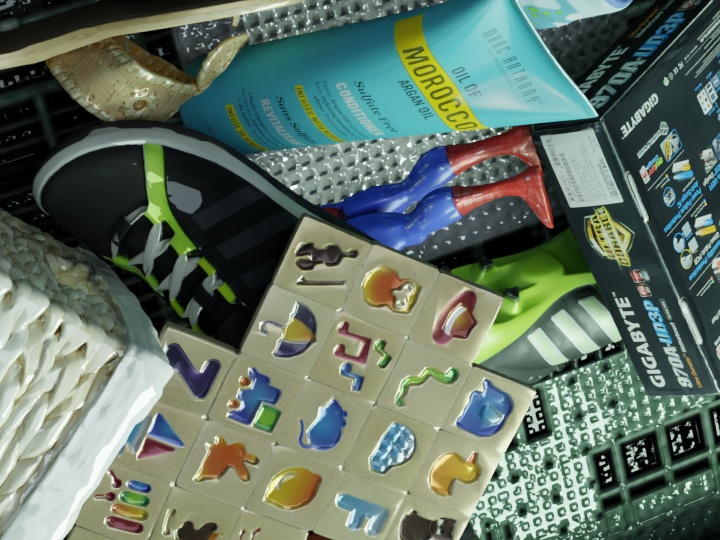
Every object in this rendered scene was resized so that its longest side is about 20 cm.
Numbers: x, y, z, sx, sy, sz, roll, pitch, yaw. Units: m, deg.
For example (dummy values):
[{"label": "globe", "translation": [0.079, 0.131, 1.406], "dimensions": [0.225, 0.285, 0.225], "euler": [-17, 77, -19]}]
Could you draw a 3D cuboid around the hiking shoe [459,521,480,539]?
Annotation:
[{"label": "hiking shoe", "translation": [0.031, 0.193, 0.889], "dimensions": [0.076, 0.101, 0.200], "euler": [-19, 136, -18]}]

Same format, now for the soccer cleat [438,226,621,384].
[{"label": "soccer cleat", "translation": [0.108, 0.020, 0.933], "dimensions": [0.200, 0.068, 0.081], "euler": [-13, 140, -26]}]

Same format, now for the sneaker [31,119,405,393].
[{"label": "sneaker", "translation": [-0.054, 0.002, 0.780], "dimensions": [0.200, 0.083, 0.072], "euler": [23, 131, -11]}]

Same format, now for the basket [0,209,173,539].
[{"label": "basket", "translation": [-0.211, 0.059, 0.751], "dimensions": [0.161, 0.198, 0.200], "euler": [32, 92, -20]}]

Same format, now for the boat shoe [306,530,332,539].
[{"label": "boat shoe", "translation": [-0.061, 0.206, 0.864], "dimensions": [0.071, 0.063, 0.200], "euler": [16, 121, -45]}]

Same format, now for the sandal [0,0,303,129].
[{"label": "sandal", "translation": [-0.120, -0.088, 0.802], "dimensions": [0.212, 0.078, 0.070], "euler": [-8, 109, -3]}]

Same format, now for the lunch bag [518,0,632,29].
[{"label": "lunch bag", "translation": [0.064, -0.213, 0.753], "dimensions": [0.200, 0.082, 0.161], "euler": [52, 46, -27]}]

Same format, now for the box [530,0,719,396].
[{"label": "box", "translation": [0.181, -0.058, 0.892], "dimensions": [0.200, 0.046, 0.159], "euler": [-46, 119, -37]}]

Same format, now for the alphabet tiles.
[{"label": "alphabet tiles", "translation": [-0.023, 0.081, 0.771], "dimensions": [0.167, 0.008, 0.200], "euler": [22, 102, -17]}]

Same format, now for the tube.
[{"label": "tube", "translation": [0.005, -0.086, 0.791], "dimensions": [0.077, 0.200, 0.050], "euler": [44, 54, -39]}]

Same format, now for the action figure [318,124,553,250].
[{"label": "action figure", "translation": [0.000, 0.000, 0.870], "dimensions": [0.200, 0.065, 0.099], "euler": [-13, 128, 9]}]
